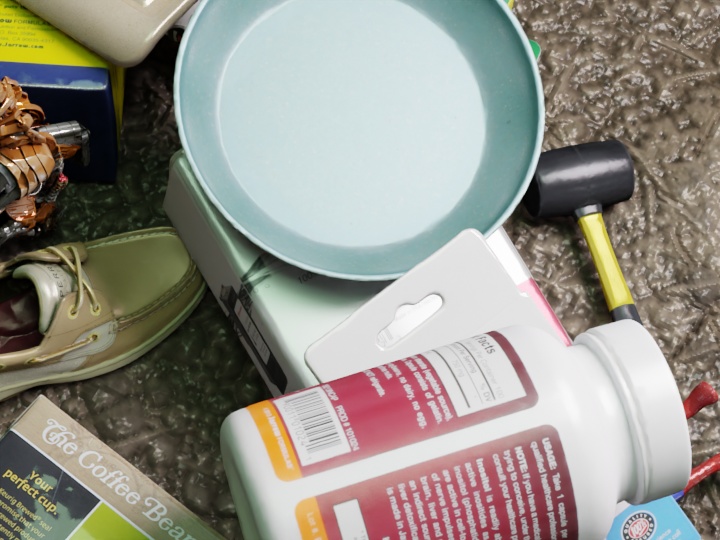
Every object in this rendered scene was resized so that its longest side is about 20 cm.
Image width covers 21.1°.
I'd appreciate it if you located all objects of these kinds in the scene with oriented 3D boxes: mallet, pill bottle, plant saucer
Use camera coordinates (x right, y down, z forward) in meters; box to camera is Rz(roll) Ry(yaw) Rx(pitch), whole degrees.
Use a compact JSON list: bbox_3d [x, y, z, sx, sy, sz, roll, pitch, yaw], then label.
[{"bbox_3d":[0.160,0.013,1.132,0.066,0.041,0.200,-19,71,-16],"label":"mallet"},{"bbox_3d":[0.044,0.092,0.888,0.199,0.113,0.113,-16,66,-10],"label":"pill bottle"},{"bbox_3d":[-0.002,-0.086,1.036,0.199,0.036,0.201,3,73,-9],"label":"plant saucer"}]

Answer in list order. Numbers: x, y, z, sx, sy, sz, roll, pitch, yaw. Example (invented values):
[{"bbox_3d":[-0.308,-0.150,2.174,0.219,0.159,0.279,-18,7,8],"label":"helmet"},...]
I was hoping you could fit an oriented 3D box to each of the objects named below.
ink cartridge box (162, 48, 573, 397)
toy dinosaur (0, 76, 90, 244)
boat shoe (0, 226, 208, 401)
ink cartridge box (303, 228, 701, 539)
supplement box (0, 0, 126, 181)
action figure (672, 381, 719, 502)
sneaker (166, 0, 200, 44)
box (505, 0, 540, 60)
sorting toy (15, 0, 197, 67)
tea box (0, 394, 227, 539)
[{"bbox_3d":[0.000,0.000,1.075,0.145,0.083,0.200,-28,81,-16],"label":"ink cartridge box"},{"bbox_3d":[-0.213,-0.063,1.044,0.135,0.200,0.102,-21,50,-12],"label":"toy dinosaur"},{"bbox_3d":[-0.175,0.023,1.080,0.200,0.066,0.074,-26,67,-18],"label":"boat shoe"},{"bbox_3d":[0.065,0.090,0.984,0.116,0.067,0.200,-36,95,-10],"label":"ink cartridge box"},{"bbox_3d":[-0.193,-0.167,1.150,0.109,0.109,0.201,3,63,-2],"label":"supplement box"},{"bbox_3d":[0.119,0.133,1.051,0.200,0.052,0.066,-31,89,-10],"label":"action figure"},{"bbox_3d":[-0.050,-0.209,1.157,0.088,0.074,0.200,30,75,9],"label":"sneaker"},{"bbox_3d":[0.004,-0.144,1.189,0.200,0.048,0.118,25,65,6],"label":"box"},{"bbox_3d":[-0.138,-0.232,1.100,0.185,0.037,0.200,33,68,15],"label":"sorting toy"},{"bbox_3d":[-0.143,0.209,0.954,0.200,0.134,0.197,37,68,12],"label":"tea box"}]
